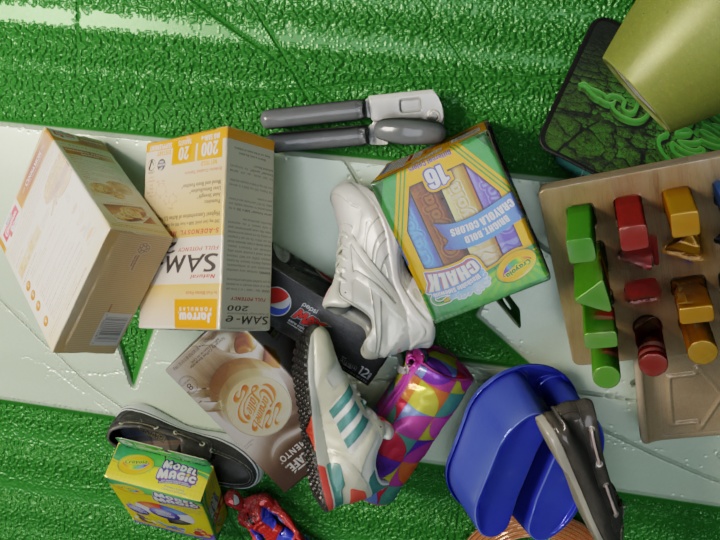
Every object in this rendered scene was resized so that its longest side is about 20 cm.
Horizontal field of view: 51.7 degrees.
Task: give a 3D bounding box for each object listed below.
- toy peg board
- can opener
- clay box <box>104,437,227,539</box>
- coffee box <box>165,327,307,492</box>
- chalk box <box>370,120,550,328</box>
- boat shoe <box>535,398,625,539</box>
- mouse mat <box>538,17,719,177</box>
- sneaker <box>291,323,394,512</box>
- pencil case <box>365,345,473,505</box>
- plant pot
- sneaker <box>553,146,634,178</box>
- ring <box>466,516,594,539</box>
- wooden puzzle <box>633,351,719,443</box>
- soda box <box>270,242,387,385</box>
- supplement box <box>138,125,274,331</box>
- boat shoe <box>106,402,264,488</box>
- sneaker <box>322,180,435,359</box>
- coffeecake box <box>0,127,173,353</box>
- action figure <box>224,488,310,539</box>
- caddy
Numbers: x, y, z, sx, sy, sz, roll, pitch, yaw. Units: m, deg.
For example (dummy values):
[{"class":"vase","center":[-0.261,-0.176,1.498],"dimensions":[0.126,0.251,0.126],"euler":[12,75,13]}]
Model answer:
[{"class":"toy peg board","center":[0.279,0.011,0.677],"dimensions":[0.199,0.098,0.200],"euler":[-9,115,20]},{"class":"can opener","center":[-0.010,-0.154,0.777],"dimensions":[0.200,0.066,0.053],"euler":[-2,106,15]},{"class":"clay box","center":[-0.228,0.264,0.884],"dimensions":[0.115,0.048,0.200],"euler":[12,147,5]},{"class":"coffee box","center":[-0.108,0.140,0.867],"dimensions":[0.114,0.080,0.200],"euler":[-42,96,17]},{"class":"chalk box","center":[0.112,-0.033,0.759],"dimensions":[0.124,0.125,0.200],"euler":[-22,101,14]},{"class":"boat shoe","center":[0.241,0.215,0.756],"dimensions":[0.057,0.067,0.200],"euler":[-27,113,3]},{"class":"mouse mat","center":[0.287,-0.143,0.717],"dimensions":[0.200,0.008,0.161],"euler":[27,76,-1]},{"class":"sneaker","center":[-0.016,0.152,0.796],"dimensions":[0.093,0.070,0.200],"euler":[-8,92,-17]},{"class":"pencil case","center":[0.047,0.172,0.852],"dimensions":[0.088,0.088,0.200],"euler":[27,108,0]},{"class":"plant pot","center":[0.320,-0.221,0.641],"dimensions":[0.187,0.187,0.200],"euler":[46,110,-6]},{"class":"sneaker","center":[0.272,-0.059,0.753],"dimensions":[0.200,0.071,0.080],"euler":[32,105,-2]},{"class":"ring","center":[0.217,0.381,0.920],"dimensions":[0.200,0.019,0.201],"euler":[3,107,9]},{"class":"wooden puzzle","center":[0.388,0.087,0.789],"dimensions":[0.200,0.046,0.185],"euler":[-10,110,7]},{"class":"soda box","center":[-0.055,0.042,0.834],"dimensions":[0.200,0.071,0.063],"euler":[32,109,-1]},{"class":"supplement box","center":[-0.160,-0.037,0.771],"dimensions":[0.126,0.074,0.200],"euler":[-3,84,36]},{"class":"boat shoe","center":[-0.219,0.229,0.923],"dimensions":[0.200,0.057,0.069],"euler":[21,109,2]},{"class":"sneaker","center":[0.000,0.000,0.775],"dimensions":[0.099,0.078,0.200],"euler":[-20,74,-15]},{"class":"coffeecake box","center":[-0.301,-0.034,0.793],"dimensions":[0.200,0.073,0.154],"euler":[47,115,35]},{"class":"action figure","center":[-0.093,0.343,0.940],"dimensions":[0.200,0.052,0.065],"euler":[42,113,-5]},{"class":"caddy","center":[0.178,0.202,0.831],"dimensions":[0.141,0.105,0.200],"euler":[11,109,-19]}]
